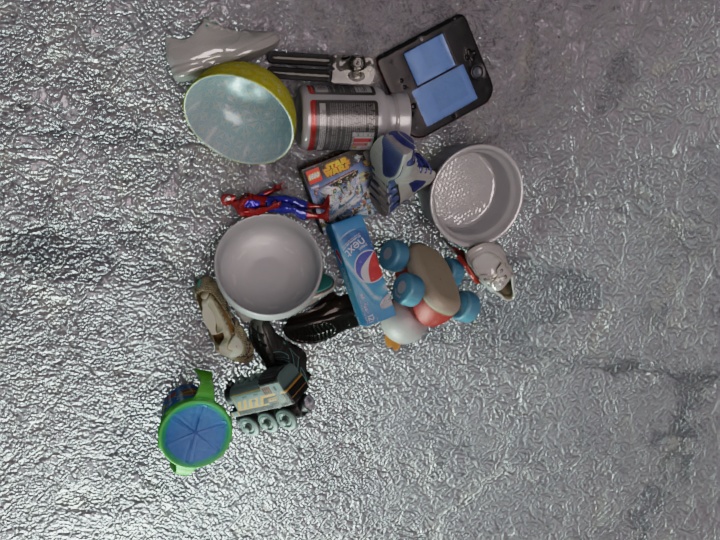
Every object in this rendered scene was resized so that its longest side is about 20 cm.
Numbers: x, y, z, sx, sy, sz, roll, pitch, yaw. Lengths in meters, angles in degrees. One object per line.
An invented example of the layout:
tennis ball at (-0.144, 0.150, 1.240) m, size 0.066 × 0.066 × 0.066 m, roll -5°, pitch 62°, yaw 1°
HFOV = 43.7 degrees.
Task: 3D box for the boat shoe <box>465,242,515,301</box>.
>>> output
boat shoe at (0.272, 0.006, 1.799) m, size 0.071 × 0.070 × 0.200 m, roll -28°, pitch 148°, yaw 18°

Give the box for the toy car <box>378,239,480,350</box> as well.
toy car at (0.096, 0.067, 1.780) m, size 0.184 × 0.177 × 0.200 m, roll 16°, pitch 128°, yaw -36°

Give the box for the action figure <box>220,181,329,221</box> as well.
action figure at (-0.156, -0.124, 1.646) m, size 0.199 × 0.066 × 0.052 m, roll 1°, pitch 130°, yaw -2°

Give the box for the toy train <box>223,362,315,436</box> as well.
toy train at (-0.175, 0.244, 1.705) m, size 0.085 × 0.199 × 0.114 m, roll -43°, pitch 109°, yaw -48°

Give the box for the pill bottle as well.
pill bottle at (-0.014, -0.276, 1.630) m, size 0.199 × 0.116 × 0.116 m, roll -1°, pitch 106°, yaw -12°

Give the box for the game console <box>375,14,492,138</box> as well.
game console at (0.145, -0.368, 1.718) m, size 0.199 × 0.031 × 0.177 m, roll -30°, pitch 113°, yaw -10°

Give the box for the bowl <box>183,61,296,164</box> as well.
bowl at (-0.196, -0.294, 1.563) m, size 0.200 × 0.200 × 0.108 m, roll 38°, pitch 48°, yaw -25°

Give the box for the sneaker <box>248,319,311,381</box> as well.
sneaker at (-0.155, 0.160, 1.743) m, size 0.079 × 0.075 × 0.201 m, roll -34°, pitch 128°, yaw -21°

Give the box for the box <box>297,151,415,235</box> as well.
box at (-0.006, -0.169, 1.715) m, size 0.199 × 0.040 × 0.137 m, roll -23°, pitch 113°, yaw -12°

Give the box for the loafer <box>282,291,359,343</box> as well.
loafer at (-0.057, 0.084, 1.759) m, size 0.199 × 0.072 × 0.073 m, roll -16°, pitch 143°, yaw -2°

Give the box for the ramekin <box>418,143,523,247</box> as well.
ramekin at (0.211, -0.154, 1.766) m, size 0.199 × 0.098 × 0.202 m, roll -5°, pitch 107°, yaw -17°

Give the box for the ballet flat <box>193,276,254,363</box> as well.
ballet flat at (-0.262, 0.107, 1.682) m, size 0.068 × 0.075 × 0.201 m, roll -19°, pitch 113°, yaw 12°

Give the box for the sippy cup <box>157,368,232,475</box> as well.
sippy cup at (-0.317, 0.281, 1.683) m, size 0.178 × 0.130 × 0.140 m, roll -41°, pitch 113°, yaw -5°

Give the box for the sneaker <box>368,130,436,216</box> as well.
sneaker at (0.081, -0.194, 1.649) m, size 0.115 × 0.081 × 0.200 m, roll -32°, pitch 157°, yaw -23°

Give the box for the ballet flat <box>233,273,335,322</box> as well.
ballet flat at (-0.146, 0.055, 1.723) m, size 0.199 × 0.069 × 0.070 m, roll -13°, pitch 109°, yaw -12°

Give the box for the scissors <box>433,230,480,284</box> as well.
scissors at (0.186, -0.041, 1.785) m, size 0.014 × 0.073 × 0.200 m, roll -32°, pitch 131°, yaw 18°

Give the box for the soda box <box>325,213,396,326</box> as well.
soda box at (0.000, 0.000, 1.677) m, size 0.064 × 0.068 × 0.201 m, roll -20°, pitch 93°, yaw -12°

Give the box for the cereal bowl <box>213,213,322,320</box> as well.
cereal bowl at (-0.169, 0.001, 1.655) m, size 0.199 × 0.083 × 0.201 m, roll 2°, pitch 69°, yaw -5°

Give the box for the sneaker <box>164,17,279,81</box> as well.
sneaker at (-0.240, -0.397, 1.556) m, size 0.199 × 0.075 × 0.089 m, roll -20°, pitch 92°, yaw -16°

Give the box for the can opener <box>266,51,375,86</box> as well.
can opener at (-0.071, -0.367, 1.634) m, size 0.199 × 0.067 × 0.054 m, roll 2°, pitch 100°, yaw -6°
